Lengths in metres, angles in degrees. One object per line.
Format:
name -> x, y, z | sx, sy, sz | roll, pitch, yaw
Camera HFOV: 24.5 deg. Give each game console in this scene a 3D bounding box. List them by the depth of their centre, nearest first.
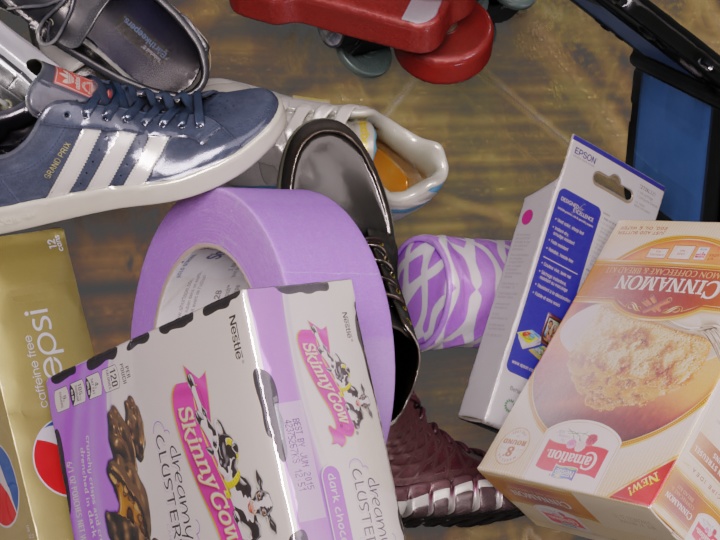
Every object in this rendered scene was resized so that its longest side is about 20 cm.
game console -> 0.188, -0.119, 1.175 | 0.175, 0.200, 0.117 | 33, 97, -17

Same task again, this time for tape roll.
tape roll -> -0.061, 0.053, 0.956 | 0.065, 0.200, 0.201 | 1, 75, -33

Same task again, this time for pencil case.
pencil case -> 0.112, 0.023, 1.162 | 0.199, 0.086, 0.084 | 7, 31, -32

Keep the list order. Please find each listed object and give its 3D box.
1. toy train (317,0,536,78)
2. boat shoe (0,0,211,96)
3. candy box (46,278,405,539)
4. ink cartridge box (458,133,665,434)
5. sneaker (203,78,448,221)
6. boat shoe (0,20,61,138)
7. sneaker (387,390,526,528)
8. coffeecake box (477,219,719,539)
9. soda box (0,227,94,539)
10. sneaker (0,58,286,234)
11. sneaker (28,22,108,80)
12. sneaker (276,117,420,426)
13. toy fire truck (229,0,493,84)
toy train -> 0.040, -0.212, 1.187 | 0.199, 0.085, 0.114 | -19, 77, -37
boat shoe -> -0.166, -0.164, 0.973 | 0.200, 0.062, 0.075 | 36, 92, -25
candy box -> -0.071, 0.111, 0.849 | 0.071, 0.200, 0.169 | -4, 77, -40
ink cartridge box -> 0.136, 0.020, 1.104 | 0.094, 0.037, 0.201 | 25, 80, -33
sneaker -> -0.035, -0.085, 1.089 | 0.199, 0.081, 0.077 | 14, 68, -33
boat shoe -> -0.223, -0.107, 0.990 | 0.200, 0.072, 0.071 | 40, 77, -11
sneaker -> 0.050, 0.108, 1.094 | 0.199, 0.076, 0.116 | 2, 71, -33
coffeecake box -> 0.187, 0.070, 1.028 | 0.073, 0.153, 0.201 | 43, 68, -30
soda box -> -0.186, 0.081, 0.945 | 0.064, 0.068, 0.201 | -11, 82, -37
sneaker -> -0.143, -0.084, 0.932 | 0.199, 0.075, 0.085 | -15, 121, -2
sneaker -> -0.166, -0.182, 1.032 | 0.074, 0.088, 0.201 | -23, 90, -38
sneaker -> 0.000, 0.000, 1.000 | 0.074, 0.106, 0.201 | -9, 86, -13
toy fire truck -> 0.022, -0.225, 1.080 | 0.167, 0.112, 0.201 | 17, 57, 11
